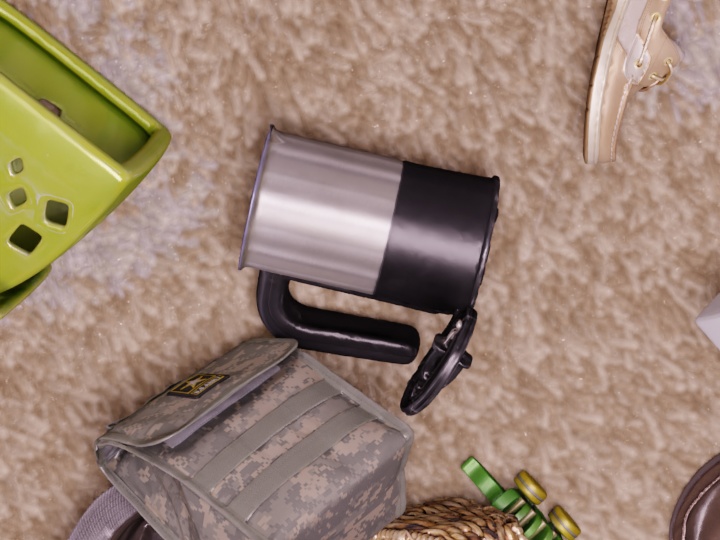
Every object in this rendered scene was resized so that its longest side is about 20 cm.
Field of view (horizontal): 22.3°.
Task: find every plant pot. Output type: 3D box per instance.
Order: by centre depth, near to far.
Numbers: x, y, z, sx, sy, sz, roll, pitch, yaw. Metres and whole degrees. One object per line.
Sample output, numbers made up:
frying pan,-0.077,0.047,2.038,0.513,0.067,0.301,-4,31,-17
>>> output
plant pot,-0.284,-0.079,1.386,0.199,0.200,0.182,39,102,-5

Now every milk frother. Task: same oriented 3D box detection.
milk frother,0.000,0.000,1.390,0.187,0.200,0.181,12,100,-1

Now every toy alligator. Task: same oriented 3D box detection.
toy alligator,0.156,0.231,1.493,0.059,0.054,0.200,-43,96,6

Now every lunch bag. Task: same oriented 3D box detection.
lunch bag,-0.085,0.140,1.388,0.200,0.164,0.118,34,140,29

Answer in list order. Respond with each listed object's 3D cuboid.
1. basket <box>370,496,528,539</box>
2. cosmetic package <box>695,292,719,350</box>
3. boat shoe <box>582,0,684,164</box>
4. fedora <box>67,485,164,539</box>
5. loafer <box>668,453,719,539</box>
basket,0.054,0.294,1.435,0.148,0.143,0.201,-9,99,-28
cosmetic package,0.400,0.022,1.375,0.167,0.166,0.200,48,67,-7
boat shoe,0.220,-0.177,1.429,0.069,0.074,0.201,13,97,4
fedora,-0.136,0.250,1.477,0.199,0.090,0.177,29,96,3
loafer,0.329,0.168,1.476,0.073,0.071,0.200,42,96,-5
